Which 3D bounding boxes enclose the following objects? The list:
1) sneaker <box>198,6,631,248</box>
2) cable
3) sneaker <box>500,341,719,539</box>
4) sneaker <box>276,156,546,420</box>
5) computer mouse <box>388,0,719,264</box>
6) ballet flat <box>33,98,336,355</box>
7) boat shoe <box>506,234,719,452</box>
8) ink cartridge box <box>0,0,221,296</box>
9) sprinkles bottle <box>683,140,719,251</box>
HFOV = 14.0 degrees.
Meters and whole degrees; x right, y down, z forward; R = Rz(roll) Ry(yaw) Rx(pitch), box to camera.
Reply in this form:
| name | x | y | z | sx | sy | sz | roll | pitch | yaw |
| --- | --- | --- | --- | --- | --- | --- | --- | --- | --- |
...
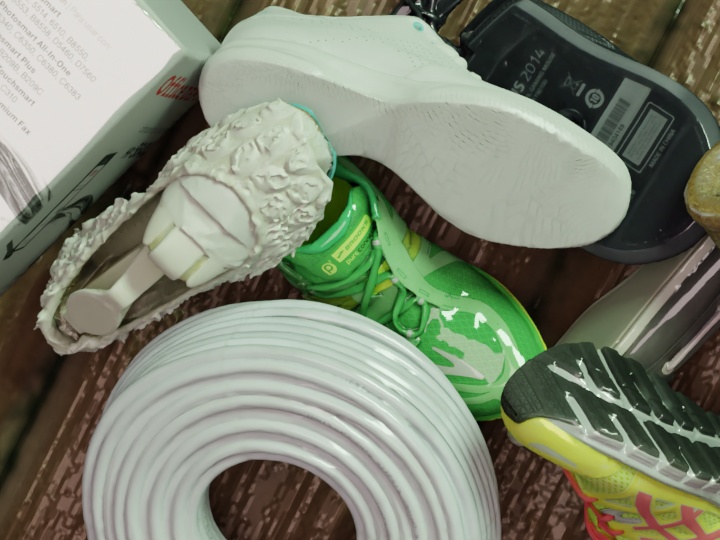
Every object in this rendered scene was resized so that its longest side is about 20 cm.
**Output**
| name | x | y | z | sx | sy | sz | roll | pitch | yaw |
| --- | --- | --- | --- | --- | --- | --- | --- | --- | --- |
| sneaker | 0.033 | -0.078 | 1.322 | 0.200 | 0.089 | 0.075 | 20 | 128 | 6 |
| cable | -0.034 | 0.113 | 1.352 | 0.200 | 0.069 | 0.200 | 5 | 114 | 15 |
| sneaker | 0.128 | 0.102 | 1.321 | 0.200 | 0.078 | 0.090 | 27 | 116 | -37 |
| sneaker | 0.000 | 0.000 | 1.358 | 0.200 | 0.084 | 0.074 | 41 | 98 | 6 |
| computer mouse | 0.094 | -0.078 | 1.358 | 0.200 | 0.053 | 0.139 | 40 | 100 | 22 |
| ballet flat | -0.084 | -0.008 | 1.328 | 0.200 | 0.072 | 0.072 | -34 | 89 | 47 |
| boat shoe | 0.151 | 0.019 | 1.355 | 0.057 | 0.067 | 0.200 | 38 | 99 | -17 |
| ink cartridge box | -0.162 | -0.058 | 1.342 | 0.200 | 0.146 | 0.084 | -44 | 87 | 7 |
| sprinkles bottle | 0.221 | 0.022 | 1.307 | 0.068 | 0.068 | 0.200 | -35 | 117 | 6 |
